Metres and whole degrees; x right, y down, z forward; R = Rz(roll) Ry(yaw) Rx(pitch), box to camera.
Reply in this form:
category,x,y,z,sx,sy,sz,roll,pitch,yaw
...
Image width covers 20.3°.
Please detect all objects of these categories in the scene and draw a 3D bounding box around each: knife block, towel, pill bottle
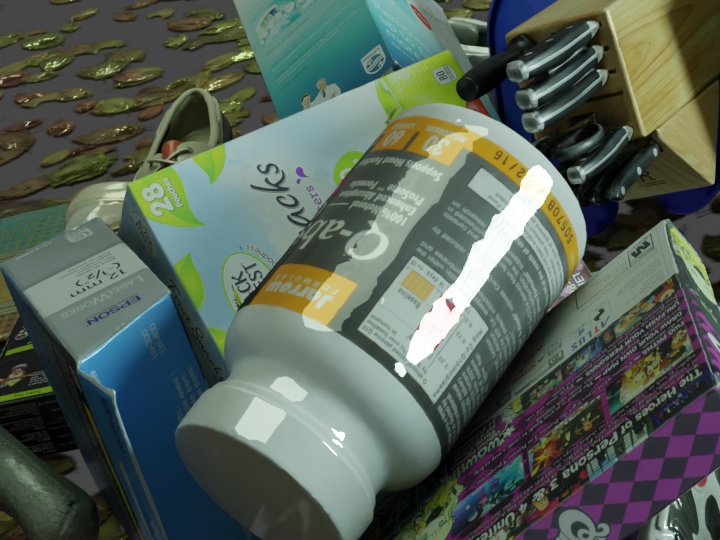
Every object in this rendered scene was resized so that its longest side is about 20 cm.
category,x,y,z,sx,sy,sz,roll,pitch,yaw
knife block,0.120,-0.116,1.039,0.064,0.175,0.201,-9,62,35
towel,-0.260,0.012,1.377,0.146,0.022,0.200,-11,25,9
pill bottle,0.010,0.028,0.927,0.116,0.117,0.200,10,52,43

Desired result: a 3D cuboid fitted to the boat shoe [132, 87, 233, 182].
category,x,y,z,sx,sy,sz,roll,pitch,yaw
boat shoe,-0.127,-0.066,1.425,0.071,0.063,0.200,-7,26,11

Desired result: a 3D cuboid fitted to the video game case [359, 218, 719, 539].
category,x,y,z,sx,sy,sz,roll,pitch,yaw
video game case,0.080,0.080,0.899,0.200,0.036,0.182,-40,16,16

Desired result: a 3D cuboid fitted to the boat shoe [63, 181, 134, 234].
category,x,y,z,sx,sy,sz,roll,pitch,yaw
boat shoe,-0.077,-0.012,1.139,0.198,0.074,0.069,-6,43,16

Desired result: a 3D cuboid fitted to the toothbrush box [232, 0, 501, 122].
category,x,y,z,sx,sy,sz,roll,pitch,yaw
toothbrush box,0.008,-0.119,1.229,0.085,0.146,0.201,-40,41,15

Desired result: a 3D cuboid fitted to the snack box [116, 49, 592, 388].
category,x,y,z,sx,sy,sz,roll,pitch,yaw
snack box,0.000,0.000,1.039,0.199,0.169,0.068,-25,-17,-21

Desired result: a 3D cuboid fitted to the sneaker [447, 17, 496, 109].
category,x,y,z,sx,sy,sz,roll,pitch,yaw
sneaker,0.044,-0.121,1.387,0.199,0.116,0.074,-2,27,28

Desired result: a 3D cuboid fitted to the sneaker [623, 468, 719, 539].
category,x,y,z,sx,sy,sz,roll,pitch,yaw
sneaker,0.123,0.096,0.913,0.083,0.081,0.200,-18,16,24

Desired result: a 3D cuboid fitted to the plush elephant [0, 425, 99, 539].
category,x,y,z,sx,sy,sz,roll,pitch,yaw
plush elephant,-0.265,0.118,1.001,0.200,0.155,0.165,39,4,23

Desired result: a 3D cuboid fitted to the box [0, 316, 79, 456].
category,x,y,z,sx,sy,sz,roll,pitch,yaw
box,-0.111,0.030,1.199,0.199,0.048,0.194,-12,29,13

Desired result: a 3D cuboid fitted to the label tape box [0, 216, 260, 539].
category,x,y,z,sx,sy,sz,roll,pitch,yaw
label tape box,-0.104,0.073,0.991,0.066,0.144,0.200,-26,25,-15

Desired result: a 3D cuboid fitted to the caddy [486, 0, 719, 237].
category,x,y,z,sx,sy,sz,roll,pitch,yaw
caddy,0.153,-0.119,1.237,0.140,0.201,0.105,-12,40,-1

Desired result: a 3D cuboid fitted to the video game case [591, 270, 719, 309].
category,x,y,z,sx,sy,sz,roll,pitch,yaw
video game case,0.100,0.047,1.102,0.199,0.018,0.143,-16,24,-4
